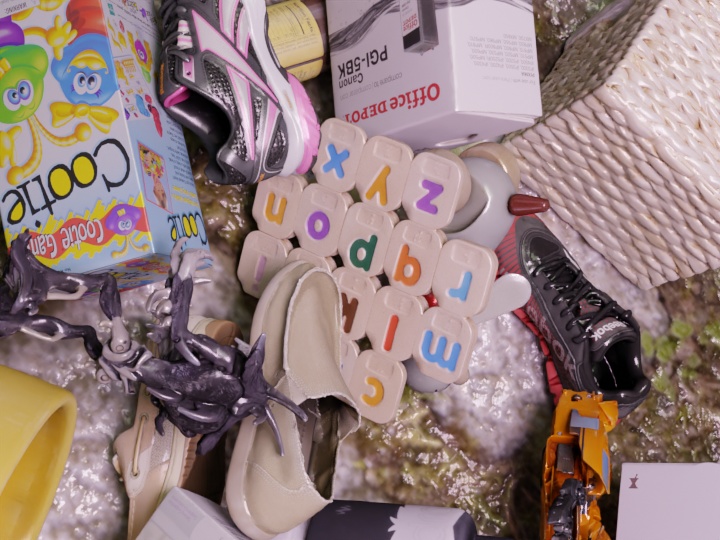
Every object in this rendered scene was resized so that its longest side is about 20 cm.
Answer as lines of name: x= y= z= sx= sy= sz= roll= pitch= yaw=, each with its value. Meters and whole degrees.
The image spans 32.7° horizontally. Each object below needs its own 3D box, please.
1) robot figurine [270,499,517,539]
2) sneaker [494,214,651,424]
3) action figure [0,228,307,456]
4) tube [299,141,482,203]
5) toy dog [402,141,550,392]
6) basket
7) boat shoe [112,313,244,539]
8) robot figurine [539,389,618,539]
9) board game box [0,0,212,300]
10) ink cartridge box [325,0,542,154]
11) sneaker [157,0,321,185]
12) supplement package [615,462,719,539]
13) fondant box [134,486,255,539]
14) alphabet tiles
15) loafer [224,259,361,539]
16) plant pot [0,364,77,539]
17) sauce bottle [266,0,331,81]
robot figurine: x=0.012 y=0.220 z=0.831 sx=0.200 sy=0.150 sz=0.125 roll=2 pitch=77 yaw=12
sneaker: x=0.170 y=0.033 z=0.984 sx=0.071 sy=0.098 sz=0.201 roll=-25 pitch=87 yaw=-24
action figure: x=-0.123 y=0.038 z=0.752 sx=0.200 sy=0.119 sz=0.102 roll=24 pitch=44 yaw=-10
tube: x=0.018 y=-0.087 z=0.979 sx=0.200 sy=0.052 sz=0.058 roll=-22 pitch=128 yaw=-30
toy dog: x=0.086 y=-0.001 z=0.895 sx=0.132 sy=0.096 sz=0.200 roll=-41 pitch=138 yaw=-35
basket: x=0.250 y=-0.115 z=0.998 sx=0.200 sy=0.198 sz=0.161 roll=43 pitch=68 yaw=-9
boat shoe: x=-0.135 y=0.128 z=0.854 sx=0.065 sy=0.072 sz=0.200 roll=10 pitch=86 yaw=23
robot figurine: x=0.157 y=0.189 z=0.893 sx=0.058 sy=0.145 sz=0.200 roll=3 pitch=39 yaw=10
board game box: x=-0.186 y=-0.090 z=0.839 sx=0.103 sy=0.105 sz=0.200 roll=-15 pitch=82 yaw=13
ink cartridge box: x=0.047 y=-0.194 z=0.896 sx=0.083 sy=0.147 sz=0.200 roll=-1 pitch=84 yaw=-36
sneaker: x=-0.105 y=-0.148 z=0.842 sx=0.086 sy=0.080 sz=0.200 roll=-25 pitch=80 yaw=-33
supplement package: x=0.308 y=0.238 z=0.928 sx=0.200 sy=0.152 sz=0.151 roll=24 pitch=68 yaw=-41
fondant box: x=-0.116 y=0.257 z=0.755 sx=0.200 sy=0.144 sz=0.058 roll=-56 pitch=141 yaw=-4
alphabet tiles: x=0.000 y=0.000 z=0.872 sx=0.015 sy=0.200 sz=0.196 roll=-10 pitch=118 yaw=-57
loafer: x=-0.034 y=0.082 z=0.815 sx=0.076 sy=0.068 sz=0.200 roll=45 pitch=43 yaw=-47
plant pot: x=-0.295 y=0.131 z=0.724 sx=0.189 sy=0.201 sz=0.201 roll=22 pitch=69 yaw=0
sauce bottle: x=-0.052 y=-0.178 z=0.959 sx=0.200 sy=0.065 sz=0.065 roll=-21 pitch=86 yaw=-27
